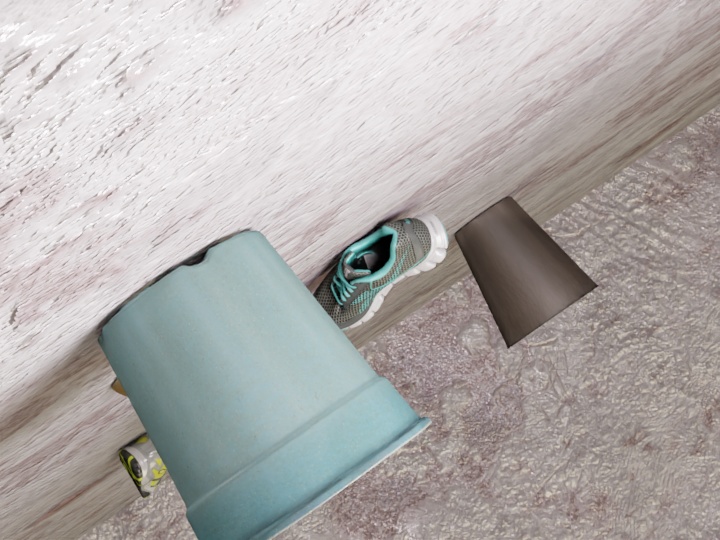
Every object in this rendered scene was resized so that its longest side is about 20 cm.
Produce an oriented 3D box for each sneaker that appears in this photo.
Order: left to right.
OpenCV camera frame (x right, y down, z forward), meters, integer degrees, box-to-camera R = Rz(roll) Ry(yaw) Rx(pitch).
[{"bbox_3d":[-0.306,0.282,2.155,0.076,0.076,0.200,-33,176,-15],"label":"sneaker"},{"bbox_3d":[0.000,0.000,1.621,0.200,0.078,0.091,-42,157,29],"label":"sneaker"}]

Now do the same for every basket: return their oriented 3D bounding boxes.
[{"bbox_3d":[0.251,-0.005,2.357,0.180,0.200,0.136,-37,174,21],"label":"basket"}]

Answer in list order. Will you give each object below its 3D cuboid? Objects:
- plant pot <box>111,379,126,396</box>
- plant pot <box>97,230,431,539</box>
[{"bbox_3d":[-0.152,0.070,1.439,0.200,0.028,0.200,-35,175,-4],"label":"plant pot"},{"bbox_3d":[-0.082,0.089,1.096,0.200,0.196,0.200,-33,175,-3],"label":"plant pot"}]
